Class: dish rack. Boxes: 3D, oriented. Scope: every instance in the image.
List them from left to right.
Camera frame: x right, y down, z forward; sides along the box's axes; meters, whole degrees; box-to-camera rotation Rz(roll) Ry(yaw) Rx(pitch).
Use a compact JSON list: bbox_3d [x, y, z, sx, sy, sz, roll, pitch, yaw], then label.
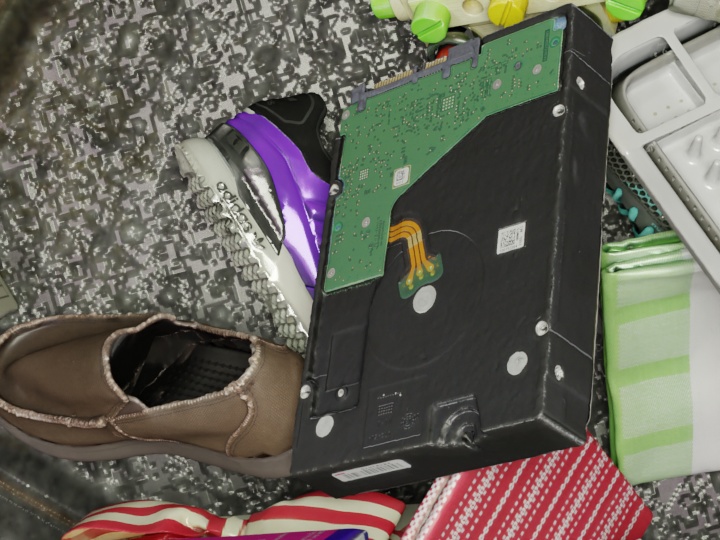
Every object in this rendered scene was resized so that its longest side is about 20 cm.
[{"bbox_3d":[0.211,-0.044,0.885,0.171,0.044,0.200,-26,66,-16],"label":"dish rack"}]

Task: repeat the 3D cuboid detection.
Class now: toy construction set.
[{"bbox_3d":[0.063,-0.160,0.927,0.200,0.131,0.092,8,55,38],"label":"toy construction set"}]

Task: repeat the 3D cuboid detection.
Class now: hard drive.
[{"bbox_3d":[0.041,-0.007,0.859,0.140,0.038,0.200,-18,54,38],"label":"hard drive"}]

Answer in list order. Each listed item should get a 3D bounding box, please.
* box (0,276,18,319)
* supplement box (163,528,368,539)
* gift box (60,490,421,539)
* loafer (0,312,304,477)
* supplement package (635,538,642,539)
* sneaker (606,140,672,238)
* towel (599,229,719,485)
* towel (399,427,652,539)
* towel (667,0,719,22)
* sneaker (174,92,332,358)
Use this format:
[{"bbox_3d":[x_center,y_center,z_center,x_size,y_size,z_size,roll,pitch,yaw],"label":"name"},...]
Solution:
[{"bbox_3d":[-0.271,-0.034,0.947,0.109,0.128,0.200,-31,91,4],"label":"box"},{"bbox_3d":[-0.099,0.169,0.790,0.200,0.103,0.101,-7,96,22],"label":"supplement box"},{"bbox_3d":[-0.054,0.196,0.932,0.184,0.200,0.187,-6,96,15],"label":"gift box"},{"bbox_3d":[-0.103,0.045,0.933,0.200,0.071,0.073,2,53,30],"label":"loafer"},{"bbox_3d":[0.182,0.257,0.905,0.200,0.151,0.152,35,93,-26],"label":"supplement package"},{"bbox_3d":[0.155,-0.035,0.965,0.200,0.078,0.091,23,97,2],"label":"sneaker"},{"bbox_3d":[0.216,0.036,0.949,0.200,0.031,0.149,-11,123,-3],"label":"towel"},{"bbox_3d":[0.070,0.137,0.911,0.022,0.200,0.145,22,74,33],"label":"towel"},{"bbox_3d":[0.245,-0.189,0.876,0.200,0.035,0.193,9,91,1],"label":"towel"},{"bbox_3d":[0.000,0.000,0.973,0.099,0.070,0.200,-33,98,-12],"label":"sneaker"}]
